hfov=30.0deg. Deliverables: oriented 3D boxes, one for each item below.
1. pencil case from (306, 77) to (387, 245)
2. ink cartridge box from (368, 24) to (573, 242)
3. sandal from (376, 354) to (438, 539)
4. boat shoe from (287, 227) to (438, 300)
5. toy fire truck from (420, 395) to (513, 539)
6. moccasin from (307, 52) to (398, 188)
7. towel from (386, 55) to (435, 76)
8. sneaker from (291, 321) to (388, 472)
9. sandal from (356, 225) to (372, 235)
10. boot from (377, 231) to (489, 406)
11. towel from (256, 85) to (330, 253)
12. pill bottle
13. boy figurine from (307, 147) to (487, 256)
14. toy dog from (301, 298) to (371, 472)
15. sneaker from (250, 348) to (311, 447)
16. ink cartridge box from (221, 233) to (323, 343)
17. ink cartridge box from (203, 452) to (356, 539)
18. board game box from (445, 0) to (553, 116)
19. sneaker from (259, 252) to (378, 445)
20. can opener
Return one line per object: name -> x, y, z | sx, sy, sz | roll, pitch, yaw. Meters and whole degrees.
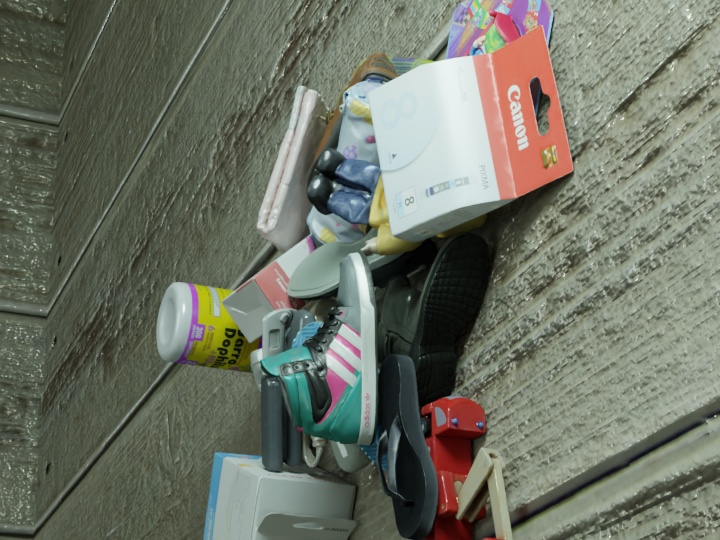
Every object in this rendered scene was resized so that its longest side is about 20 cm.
pencil case -> 0.001, -0.119, 1.562 | 0.083, 0.090, 0.202 | 54, 137, 43
ink cartridge box -> 0.104, -0.137, 1.328 | 0.199, 0.047, 0.162 | -24, 66, 37
sandal -> 0.035, 0.180, 1.355 | 0.076, 0.042, 0.202 | 123, 145, -47
boat shoe -> 0.000, 0.000, 1.532 | 0.199, 0.060, 0.076 | -19, 46, 41
toy fire truck -> 0.107, 0.213, 1.299 | 0.141, 0.048, 0.202 | 145, 131, -58
moccasin -> -0.013, -0.172, 1.637 | 0.078, 0.073, 0.203 | -93, 19, -57
towel -> 0.037, -0.190, 1.643 | 0.200, 0.023, 0.145 | 19, 98, 66
sneaker -> 0.009, 0.140, 1.478 | 0.076, 0.081, 0.200 | -40, 71, 4
sandal -> 0.069, -0.113, 1.501 | 0.070, 0.077, 0.213 | 44, 120, 32
boot -> 0.062, 0.033, 1.431 | 0.131, 0.067, 0.202 | 47, 126, 54
towel -> -0.078, -0.120, 1.713 | 0.200, 0.032, 0.193 | 45, -119, -78
pill bottle -> -0.162, 0.080, 1.775 | 0.104, 0.198, 0.106 | -171, 90, -66
boy figurine -> 0.039, -0.070, 1.434 | 0.199, 0.064, 0.125 | 18, 79, 34
toy dog -> -0.013, 0.132, 1.588 | 0.132, 0.095, 0.203 | -14, 83, 62
sneaker -> -0.093, 0.171, 1.690 | 0.200, 0.073, 0.117 | 70, -166, -68
ink cartridge box -> -0.064, -0.002, 1.671 | 0.068, 0.199, 0.116 | 54, 150, -2
ink cartridge box -> -0.098, 0.304, 1.636 | 0.200, 0.127, 0.127 | -173, 91, -67
board game box -> 0.122, -0.207, 1.387 | 0.157, 0.039, 0.203 | 11, 92, 53
sneaker -> -0.045, 0.082, 1.410 | 0.084, 0.119, 0.203 | 131, 139, -78
can opener -> -0.088, 0.140, 1.572 | 0.066, 0.052, 0.202 | 31, 123, 55
